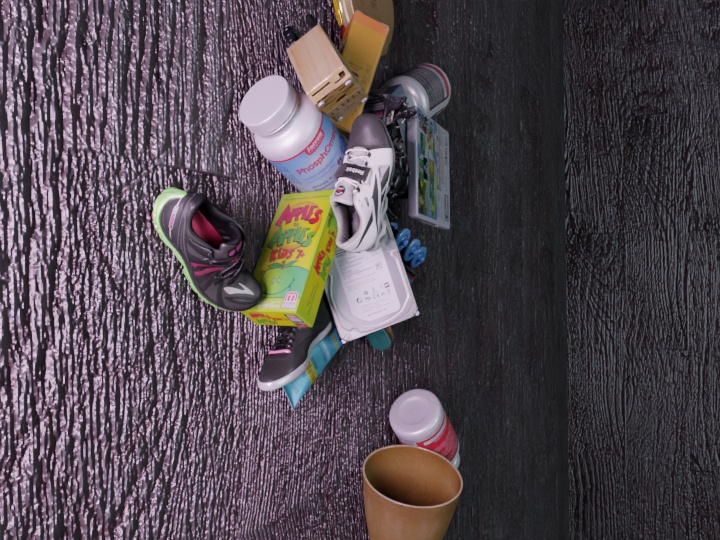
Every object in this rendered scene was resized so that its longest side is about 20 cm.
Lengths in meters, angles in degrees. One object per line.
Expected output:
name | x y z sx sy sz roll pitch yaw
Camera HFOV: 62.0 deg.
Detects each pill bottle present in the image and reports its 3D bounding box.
pill bottle | -0.085 -0.187 0.881 0.200 0.108 0.110 41 55 -51
pill bottle | 0.143 0.350 1.260 0.201 0.111 0.113 62 40 -38
pill bottle | 0.099 -0.340 1.199 0.200 0.110 0.112 -46 128 -51

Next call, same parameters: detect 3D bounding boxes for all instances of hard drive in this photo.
hard drive | 0.000 0.000 0.967 0.038 0.138 0.202 175 -104 -80

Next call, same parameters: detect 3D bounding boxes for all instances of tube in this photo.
tube | -0.069 0.128 0.972 0.200 0.050 0.078 -48 121 -43

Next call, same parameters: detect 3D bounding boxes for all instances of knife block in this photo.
knife block | -0.067 -0.311 0.867 0.176 0.064 0.200 56 12 2

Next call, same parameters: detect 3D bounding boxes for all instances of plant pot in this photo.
plant pot | 0.085 0.467 1.120 0.186 0.185 0.202 -19 119 -58

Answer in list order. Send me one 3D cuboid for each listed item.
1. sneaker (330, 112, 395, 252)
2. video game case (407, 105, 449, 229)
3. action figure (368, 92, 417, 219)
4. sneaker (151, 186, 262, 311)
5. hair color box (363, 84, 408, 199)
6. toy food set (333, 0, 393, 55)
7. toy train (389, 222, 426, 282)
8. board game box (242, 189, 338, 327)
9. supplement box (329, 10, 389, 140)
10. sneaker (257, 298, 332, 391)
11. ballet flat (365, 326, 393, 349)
sneaker | -0.002 -0.124 0.853 0.088 0.074 0.202 -10 102 -55
video game case | 0.132 -0.189 1.147 0.182 0.022 0.202 8 82 -63
action figure | 0.037 -0.193 1.022 0.119 0.101 0.202 -14 112 -66
sneaker | -0.177 -0.017 0.744 0.201 0.083 0.077 59 43 -41
hair color box | 0.050 -0.234 1.123 0.061 0.098 0.201 -56 135 -47
toy food set | 0.004 -0.491 1.100 0.200 0.048 0.200 -44 126 -51
toy train | 0.050 -0.026 1.089 0.115 0.086 0.200 -53 154 1
board game box | -0.093 -0.020 0.871 0.048 0.101 0.202 47 50 -47
supplement box | -0.017 -0.319 0.995 0.066 0.069 0.202 21 77 -16
sneaker | -0.107 0.086 0.882 0.200 0.070 0.100 -54 133 -55
ballet flat | 0.013 0.064 1.099 0.073 0.067 0.201 -90 157 -43
